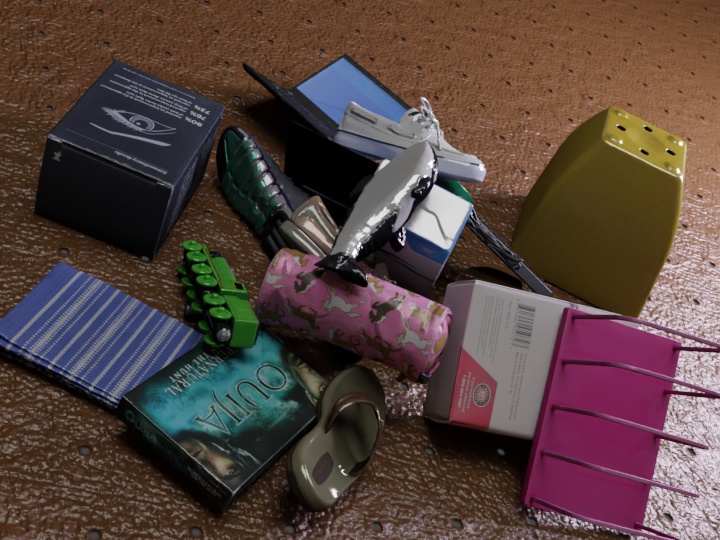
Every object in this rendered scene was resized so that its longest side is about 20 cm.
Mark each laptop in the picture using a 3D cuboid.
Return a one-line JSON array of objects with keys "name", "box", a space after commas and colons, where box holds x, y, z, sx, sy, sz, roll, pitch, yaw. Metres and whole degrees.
[{"name": "laptop", "box": [-0.034, -0.243, 1.470, 0.177, 0.104, 0.199, 42, 9, 24]}, {"name": "laptop", "box": [0.008, -0.131, 1.337, 0.185, 0.117, 0.200, 27, 31, 5]}]

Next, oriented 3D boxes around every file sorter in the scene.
[{"name": "file sorter", "box": [0.262, 0.152, 1.038, 0.137, 0.203, 0.125, 16, -6, -15]}]

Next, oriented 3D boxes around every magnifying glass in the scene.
[{"name": "magnifying glass", "box": [0.082, -0.120, 1.389, 0.080, 0.022, 0.200, 45, -4, -30]}]

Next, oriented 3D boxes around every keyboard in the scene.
[{"name": "keyboard", "box": [0.152, -0.040, 1.265, 0.200, 0.021, 0.127, 43, 4, -4]}]

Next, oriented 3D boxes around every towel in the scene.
[{"name": "towel", "box": [-0.243, 0.074, 1.036, 0.198, 0.024, 0.145, 28, 34, 1]}]

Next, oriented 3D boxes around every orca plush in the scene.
[{"name": "orca plush", "box": [0.034, -0.045, 1.098, 0.072, 0.104, 0.201, 58, 36, -28]}]

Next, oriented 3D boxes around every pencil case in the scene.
[{"name": "pencil case", "box": [-0.008, 0.045, 1.075, 0.197, 0.088, 0.083, 22, -7, 11]}]

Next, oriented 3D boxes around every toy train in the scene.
[{"name": "toy train", "box": [-0.146, 0.022, 1.094, 0.056, 0.042, 0.200, 6, 23, -22]}]

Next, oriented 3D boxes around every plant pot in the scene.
[{"name": "plant pot", "box": [0.334, -0.094, 1.421, 0.192, 0.202, 0.196, 26, 36, 3]}]

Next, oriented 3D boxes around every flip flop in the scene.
[{"name": "flip flop", "box": [-0.011, 0.152, 1.002, 0.082, 0.057, 0.200, 54, 27, -5]}]

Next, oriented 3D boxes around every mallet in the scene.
[{"name": "mallet", "box": [-0.088, 0.048, 1.142, 0.197, 0.042, 0.066, 14, 38, -7]}]

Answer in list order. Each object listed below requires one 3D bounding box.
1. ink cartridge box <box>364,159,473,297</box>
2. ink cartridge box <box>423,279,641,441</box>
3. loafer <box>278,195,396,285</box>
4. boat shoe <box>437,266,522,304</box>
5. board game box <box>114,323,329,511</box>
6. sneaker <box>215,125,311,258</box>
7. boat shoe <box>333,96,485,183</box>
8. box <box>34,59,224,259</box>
[{"name": "ink cartridge box", "box": [0.050, -0.037, 1.244, 0.115, 0.200, 0.067, 27, 70, 4]}, {"name": "ink cartridge box", "box": [0.181, 0.104, 1.125, 0.197, 0.149, 0.083, 13, -7, -16]}, {"name": "loafer", "box": [0.000, 0.000, 1.182, 0.200, 0.072, 0.063, 42, 80, -1]}, {"name": "boat shoe", "box": [0.132, 0.048, 1.251, 0.073, 0.064, 0.199, 23, 26, 23]}, {"name": "board game box", "box": [-0.119, 0.126, 1.011, 0.135, 0.028, 0.200, 38, 34, 10]}, {"name": "sneaker", "box": [-0.103, -0.090, 1.288, 0.087, 0.075, 0.202, -3, 54, -47]}, {"name": "boat shoe", "box": [0.066, -0.167, 1.285, 0.200, 0.087, 0.074, 19, 3, 27]}, {"name": "box", "box": [-0.257, -0.129, 1.206, 0.146, 0.105, 0.201, 23, 36, -2]}]
